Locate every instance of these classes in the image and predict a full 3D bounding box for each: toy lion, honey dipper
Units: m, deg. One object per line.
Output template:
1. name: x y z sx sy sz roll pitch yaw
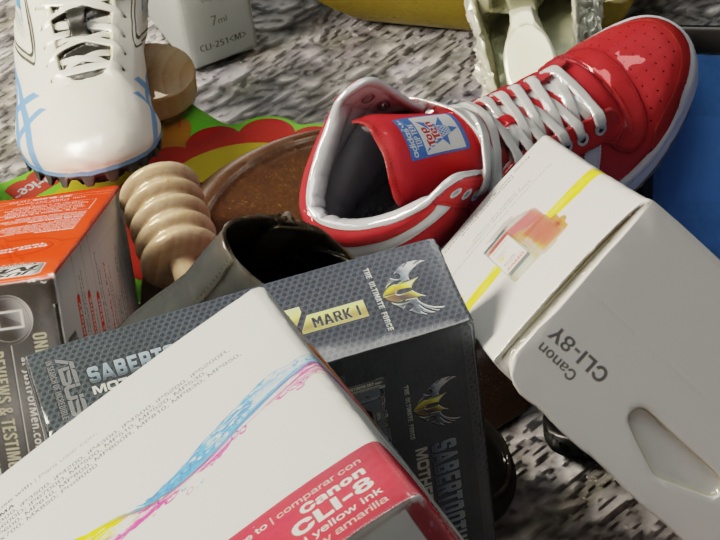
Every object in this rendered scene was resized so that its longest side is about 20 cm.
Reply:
1. toy lion: -0.091 -0.018 1.397 0.200 0.069 0.192 -32 48 -27
2. honey dipper: -0.061 0.035 1.243 0.038 0.038 0.200 -16 50 -8

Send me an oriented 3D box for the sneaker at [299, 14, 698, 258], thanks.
1. sneaker: 0.059 -0.058 1.241 0.200 0.113 0.071 -39 61 -9

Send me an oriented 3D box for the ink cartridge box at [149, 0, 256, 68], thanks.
1. ink cartridge box: -0.120 -0.229 1.590 0.043 0.174 0.200 -20 36 -13

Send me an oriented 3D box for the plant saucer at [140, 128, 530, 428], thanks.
1. plant saucer: 0.000 0.000 1.324 0.199 0.035 0.201 0 46 0

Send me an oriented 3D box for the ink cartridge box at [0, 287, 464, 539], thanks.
1. ink cartridge box: -0.028 0.125 0.940 0.144 0.145 0.200 -37 24 -2

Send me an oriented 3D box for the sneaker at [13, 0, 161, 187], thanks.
1. sneaker: -0.133 -0.106 1.390 0.072 0.073 0.200 -11 35 -1

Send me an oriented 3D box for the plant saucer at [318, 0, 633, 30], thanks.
1. plant saucer: 0.084 -0.185 1.586 0.199 0.049 0.200 8 39 23

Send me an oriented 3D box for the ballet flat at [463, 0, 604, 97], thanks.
1. ballet flat: 0.085 -0.118 1.429 0.071 0.072 0.201 -9 54 1

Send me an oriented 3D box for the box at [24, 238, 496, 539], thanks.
1. box: -0.030 0.093 1.099 0.157 0.200 0.051 -16 45 -7

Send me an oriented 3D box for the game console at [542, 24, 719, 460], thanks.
1. game console: 0.184 -0.010 1.260 0.199 0.117 0.176 2 37 18

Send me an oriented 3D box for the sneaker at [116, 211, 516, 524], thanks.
1. sneaker: 0.001 0.049 1.164 0.199 0.106 0.075 18 44 -32

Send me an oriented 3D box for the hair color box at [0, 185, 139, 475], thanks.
1. hair color box: -0.134 0.032 1.235 0.061 0.102 0.200 -7 10 4

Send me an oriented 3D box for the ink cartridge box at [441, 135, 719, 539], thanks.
1. ink cartridge box: 0.112 0.034 1.113 0.083 0.145 0.200 -48 11 3
